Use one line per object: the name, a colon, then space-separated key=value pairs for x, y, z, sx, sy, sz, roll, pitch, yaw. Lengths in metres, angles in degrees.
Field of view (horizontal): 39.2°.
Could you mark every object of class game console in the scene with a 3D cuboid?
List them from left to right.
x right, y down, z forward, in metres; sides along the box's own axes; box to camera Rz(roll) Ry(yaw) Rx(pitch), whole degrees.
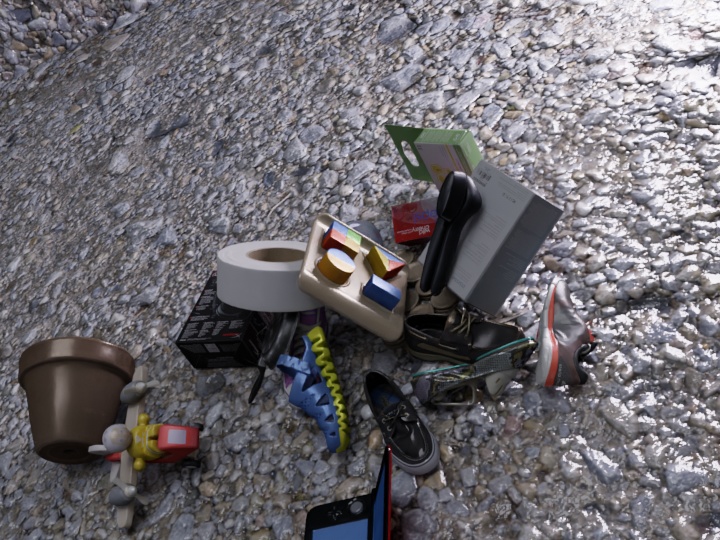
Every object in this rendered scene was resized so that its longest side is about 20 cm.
game console: x=-0.020 y=0.353 z=1.324 sx=0.172 sy=0.119 sz=0.200 roll=-16 pitch=39 yaw=17

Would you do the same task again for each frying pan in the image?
frying pan: x=-0.147 y=0.124 z=1.649 sx=0.190 sy=0.031 sz=0.115 roll=-49 pitch=24 yaw=44

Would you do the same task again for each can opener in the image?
can opener: x=0.133 y=-0.059 z=1.589 sx=0.063 sy=0.078 sz=0.200 roll=35 pitch=111 yaw=60

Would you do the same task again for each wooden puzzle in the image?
wooden puzzle: x=0.000 y=0.000 z=1.592 sx=0.046 sy=0.185 sz=0.200 roll=-51 pitch=15 yaw=32

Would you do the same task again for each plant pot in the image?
plant pot: x=-0.492 y=0.234 z=1.745 sx=0.200 sy=0.200 sz=0.175 roll=-17 pitch=57 yaw=17

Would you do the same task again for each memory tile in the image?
memory tile: x=0.065 y=0.046 z=1.707 sx=0.153 sy=0.017 sz=0.200 roll=-36 pitch=38 yaw=-8

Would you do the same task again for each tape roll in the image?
tape roll: x=-0.134 y=0.006 z=1.656 sx=0.202 sy=0.071 sz=0.202 roll=1 pitch=14 yaw=0

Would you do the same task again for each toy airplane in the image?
toy airplane: x=-0.366 y=0.278 z=1.619 sx=0.199 sy=0.141 sz=0.200 roll=-51 pitch=53 yaw=5

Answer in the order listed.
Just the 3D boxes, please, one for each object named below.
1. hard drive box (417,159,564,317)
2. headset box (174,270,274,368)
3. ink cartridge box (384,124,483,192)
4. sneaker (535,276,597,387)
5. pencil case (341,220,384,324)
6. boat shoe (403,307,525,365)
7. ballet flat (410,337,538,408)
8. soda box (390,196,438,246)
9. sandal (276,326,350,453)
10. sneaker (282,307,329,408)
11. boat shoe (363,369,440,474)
hard drive box: x=0.203 y=-0.054 z=1.611 sx=0.200 sy=0.077 sz=0.156 roll=-57 pitch=37 yaw=10
headset box: x=-0.220 y=0.075 z=1.813 sx=0.149 sy=0.077 sz=0.200 roll=-5 pitch=43 yaw=28
ink cartridge box: x=0.135 y=-0.193 z=1.828 sx=0.200 sy=0.146 sz=0.048 roll=10 pitch=53 yaw=40
sneaker: x=0.301 y=0.095 z=1.468 sx=0.082 sy=0.077 sz=0.200 roll=9 pitch=47 yaw=5
pencil case: x=-0.001 y=0.002 z=1.719 sx=0.091 sy=0.083 sz=0.200 roll=-28 pitch=36 yaw=16
boat shoe: x=0.150 y=0.100 z=1.539 sx=0.200 sy=0.073 sz=0.075 roll=-3 pitch=45 yaw=31
ballet flat: x=0.172 y=0.158 z=1.474 sx=0.200 sy=0.072 sz=0.072 roll=-20 pitch=38 yaw=19
soda box: x=0.157 y=-0.093 z=1.747 sx=0.200 sy=0.063 sz=0.070 roll=-11 pitch=82 yaw=24
sandal: x=-0.070 y=0.188 z=1.541 sx=0.087 sy=0.080 sz=0.200 roll=-17 pitch=61 yaw=-5
sneaker: x=-0.091 y=0.120 z=1.634 sx=0.072 sy=0.114 sz=0.201 roll=-1 pitch=42 yaw=2
boat shoe: x=0.053 y=0.214 z=1.479 sx=0.070 sy=0.066 sz=0.200 roll=-29 pitch=37 yaw=1
